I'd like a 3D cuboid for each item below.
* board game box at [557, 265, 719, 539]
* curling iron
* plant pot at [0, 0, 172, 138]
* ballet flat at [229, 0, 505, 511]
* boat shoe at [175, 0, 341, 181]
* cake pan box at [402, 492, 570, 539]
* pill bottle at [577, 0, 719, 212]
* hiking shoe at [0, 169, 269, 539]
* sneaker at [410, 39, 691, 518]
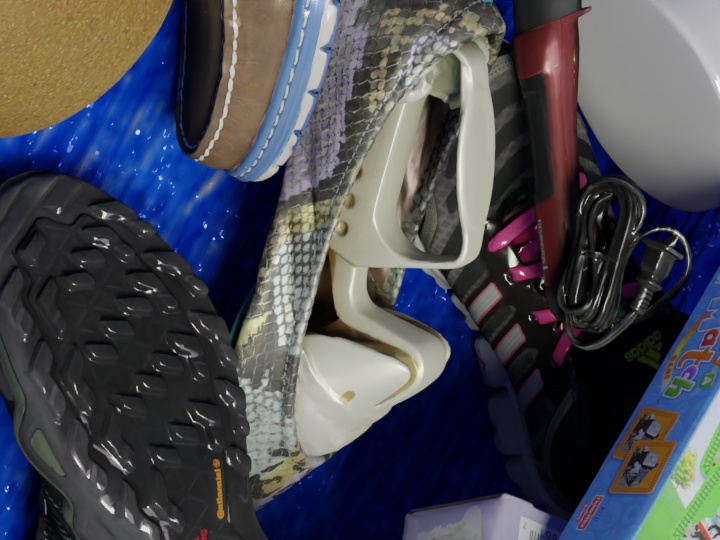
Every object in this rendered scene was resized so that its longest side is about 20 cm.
[{"bbox_3d":[0.152,0.063,0.818,0.151,0.036,0.201,43,67,-26],"label":"board game box"},{"bbox_3d":[0.068,-0.075,0.837,0.026,0.049,0.202,12,69,-60],"label":"curling iron"},{"bbox_3d":[-0.131,-0.116,0.642,0.187,0.186,0.200,-54,143,-6],"label":"plant pot"},{"bbox_3d":[0.000,0.000,0.822,0.072,0.072,0.202,2,113,-37],"label":"ballet flat"},{"bbox_3d":[-0.043,-0.122,0.766,0.072,0.072,0.202,0,112,-18],"label":"boat shoe"},{"bbox_3d":[0.080,0.183,0.810,0.199,0.052,0.186,24,63,-35],"label":"cake pan box"},{"bbox_3d":[0.168,-0.103,0.897,0.199,0.112,0.113,-32,124,-24],"label":"pill bottle"},{"bbox_3d":[-0.076,0.070,0.804,0.076,0.100,0.201,-28,95,-41],"label":"hiking shoe"},{"bbox_3d":[0.073,0.012,0.886,0.074,0.087,0.201,-34,123,-21],"label":"sneaker"}]
